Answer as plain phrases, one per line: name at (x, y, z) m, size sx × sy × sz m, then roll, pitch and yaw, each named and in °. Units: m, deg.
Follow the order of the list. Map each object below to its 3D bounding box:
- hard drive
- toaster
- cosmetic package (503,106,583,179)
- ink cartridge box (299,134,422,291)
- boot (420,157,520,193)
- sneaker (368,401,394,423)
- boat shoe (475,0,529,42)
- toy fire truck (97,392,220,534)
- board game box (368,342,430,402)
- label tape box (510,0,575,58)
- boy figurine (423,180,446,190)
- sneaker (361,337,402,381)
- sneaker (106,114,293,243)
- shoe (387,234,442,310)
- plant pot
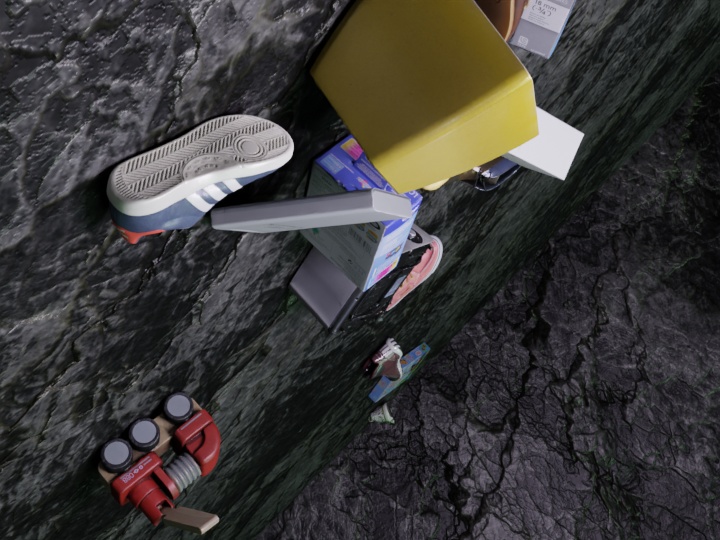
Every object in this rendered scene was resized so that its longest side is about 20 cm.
hard drive at (-0.054, -0.067, 0.976) m, size 0.198 × 0.027 × 0.132 m, roll -4°, pitch 178°, yaw 22°
toaster at (0.000, 0.000, 1.355) m, size 0.180 × 0.119 × 0.201 m, roll -20°, pitch 149°, yaw -57°
cosmetic package at (0.238, -0.217, 1.294) m, size 0.199 × 0.107 × 0.086 m, roll 18°, pitch 98°, yaw -40°
ink cartridge box at (-0.001, -0.081, 1.115) m, size 0.076 × 0.136 × 0.200 m, roll -40°, pitch 164°, yaw -27°
boot at (0.199, -0.177, 1.479) m, size 0.200 × 0.097 × 0.075 m, roll -40°, pitch 163°, yaw -24°
sneaker at (0.069, 0.500, 2.926) m, size 0.088 × 0.078 × 0.200 m, roll -14°, pitch 164°, yaw 0°
boat shoe at (0.187, -0.357, 1.050) m, size 0.070 × 0.070 × 0.200 m, roll -39°, pitch 163°, yaw -21°
toy fire truck at (-0.268, 0.303, 1.249) m, size 0.176 × 0.200 × 0.129 m, roll -36°, pitch 162°, yaw -30°
board game box at (0.123, 0.317, 2.623) m, size 0.199 × 0.037 × 0.152 m, roll -26°, pitch 155°, yaw -50°
label tape box at (0.270, -0.401, 1.094) m, size 0.200 × 0.063 × 0.145 m, roll 104°, pitch 11°, yaw -61°
boy figurine at (0.163, -0.208, 1.372) m, size 0.200 × 0.064 × 0.124 m, roll -45°, pitch 165°, yaw -4°
sneaker at (0.050, 0.261, 2.250) m, size 0.115 × 0.076 × 0.201 m, roll -35°, pitch 151°, yaw -19°
sneaker at (-0.156, -0.087, 0.823) m, size 0.199 × 0.075 × 0.085 m, roll -24°, pitch 154°, yaw -31°
shoe at (0.084, 0.012, 1.694) m, size 0.200 × 0.072 × 0.091 m, roll -47°, pitch 171°, yaw 20°
plant pot at (0.064, -0.199, 0.922) m, size 0.176 × 0.201 × 0.200 m, roll -36°, pitch 166°, yaw 7°
